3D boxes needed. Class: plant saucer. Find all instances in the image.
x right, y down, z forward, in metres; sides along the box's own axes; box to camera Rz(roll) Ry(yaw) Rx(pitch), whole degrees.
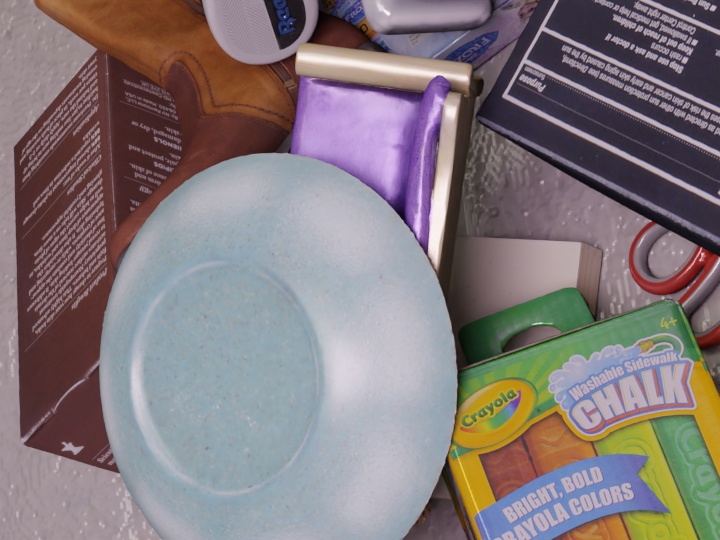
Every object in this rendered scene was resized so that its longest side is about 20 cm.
[{"bbox_3d":[-0.050,0.047,1.162,0.201,0.039,0.202,1,91,33],"label":"plant saucer"}]

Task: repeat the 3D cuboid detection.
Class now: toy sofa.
[{"bbox_3d":[0.000,0.000,1.189,0.083,0.098,0.201,8,96,9],"label":"toy sofa"}]

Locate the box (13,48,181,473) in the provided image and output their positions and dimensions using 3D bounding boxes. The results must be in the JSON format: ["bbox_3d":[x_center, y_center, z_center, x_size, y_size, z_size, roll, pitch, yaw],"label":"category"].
[{"bbox_3d":[-0.125,-0.007,1.348,0.100,0.075,0.200,-43,38,38],"label":"box"}]

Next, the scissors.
[{"bbox_3d":[0.200,-0.055,1.235,0.200,0.014,0.073,-54,53,10],"label":"scissors"}]

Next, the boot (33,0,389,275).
[{"bbox_3d":[-0.099,-0.096,1.309,0.188,0.069,0.200,-42,60,-15],"label":"boot"}]

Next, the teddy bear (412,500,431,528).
[{"bbox_3d":[-0.021,0.083,1.295,0.145,0.067,0.201,5,89,42],"label":"teddy bear"}]

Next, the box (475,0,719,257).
[{"bbox_3d":[0.192,-0.102,1.164,0.200,0.123,0.199,31,93,43],"label":"box"}]

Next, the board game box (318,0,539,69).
[{"bbox_3d":[-0.001,-0.179,1.369,0.200,0.041,0.200,-35,65,22],"label":"board game box"}]

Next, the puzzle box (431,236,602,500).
[{"bbox_3d":[0.023,0.047,1.319,0.200,0.025,0.133,4,83,33],"label":"puzzle box"}]

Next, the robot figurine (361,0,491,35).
[{"bbox_3d":[0.020,-0.216,1.270,0.170,0.113,0.201,-45,54,56],"label":"robot figurine"}]

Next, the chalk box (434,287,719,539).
[{"bbox_3d":[0.105,0.098,1.175,0.125,0.124,0.200,-20,68,-3],"label":"chalk box"}]

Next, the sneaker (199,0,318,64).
[{"bbox_3d":[-0.071,-0.207,1.244,0.073,0.200,0.112,-13,39,-9],"label":"sneaker"}]
